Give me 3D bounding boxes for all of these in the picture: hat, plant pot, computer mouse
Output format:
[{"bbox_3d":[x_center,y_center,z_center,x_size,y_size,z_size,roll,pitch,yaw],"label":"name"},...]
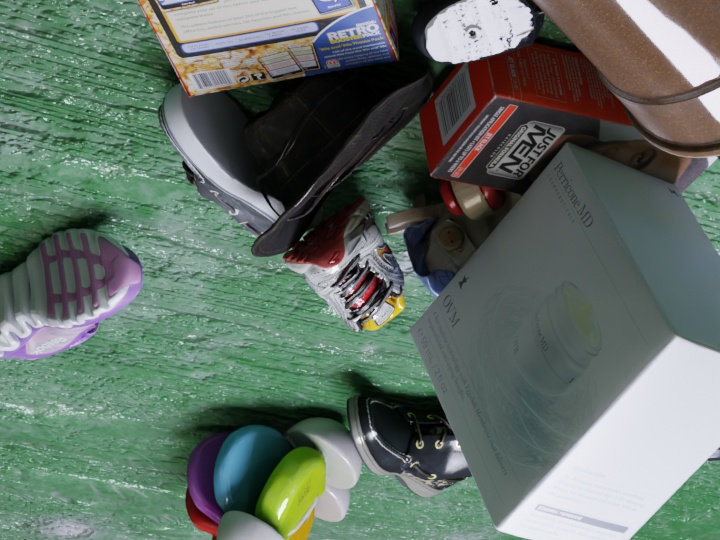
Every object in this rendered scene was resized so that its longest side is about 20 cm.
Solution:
[{"bbox_3d":[-0.034,-0.096,1.416,0.081,0.201,0.201,43,143,3],"label":"hat"},{"bbox_3d":[0.176,-0.202,1.176,0.200,0.201,0.198,-26,136,35],"label":"plant pot"},{"bbox_3d":[0.130,-0.186,1.352,0.199,0.034,0.059,-14,132,7],"label":"computer mouse"}]

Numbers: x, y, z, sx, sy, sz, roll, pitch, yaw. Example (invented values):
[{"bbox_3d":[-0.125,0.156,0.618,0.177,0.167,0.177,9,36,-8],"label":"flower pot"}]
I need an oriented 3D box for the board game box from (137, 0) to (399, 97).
[{"bbox_3d":[-0.069,-0.194,1.290,0.151,0.047,0.200,-9,150,10],"label":"board game box"}]

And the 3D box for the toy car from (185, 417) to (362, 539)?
[{"bbox_3d":[-0.100,0.219,1.938,0.150,0.175,0.200,33,151,10],"label":"toy car"}]

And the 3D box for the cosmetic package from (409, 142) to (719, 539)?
[{"bbox_3d":[0.162,0.057,1.416,0.123,0.200,0.200,20,122,-36],"label":"cosmetic package"}]

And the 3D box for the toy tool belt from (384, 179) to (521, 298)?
[{"bbox_3d":[0.077,-0.011,1.557,0.122,0.125,0.200,-22,146,14],"label":"toy tool belt"}]

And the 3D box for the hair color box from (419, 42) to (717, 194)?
[{"bbox_3d":[0.154,-0.102,1.452,0.199,0.062,0.102,8,144,-26],"label":"hair color box"}]

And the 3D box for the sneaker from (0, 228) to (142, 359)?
[{"bbox_3d":[-0.241,0.026,1.640,0.199,0.081,0.088,-21,153,37],"label":"sneaker"}]

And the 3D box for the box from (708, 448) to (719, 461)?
[{"bbox_3d":[0.353,0.120,1.892,0.160,0.049,0.200,-2,150,1],"label":"box"}]

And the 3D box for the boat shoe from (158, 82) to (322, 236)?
[{"bbox_3d":[-0.097,-0.074,1.482,0.056,0.069,0.200,-16,150,23],"label":"boat shoe"}]

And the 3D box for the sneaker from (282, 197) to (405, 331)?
[{"bbox_3d":[0.000,0.000,1.542,0.078,0.082,0.200,-37,169,5],"label":"sneaker"}]

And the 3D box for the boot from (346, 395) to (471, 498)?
[{"bbox_3d":[0.087,0.148,1.890,0.153,0.074,0.203,-19,152,19],"label":"boot"}]

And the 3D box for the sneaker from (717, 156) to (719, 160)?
[{"bbox_3d":[0.247,-0.124,1.406,0.200,0.085,0.075,36,92,-32],"label":"sneaker"}]
